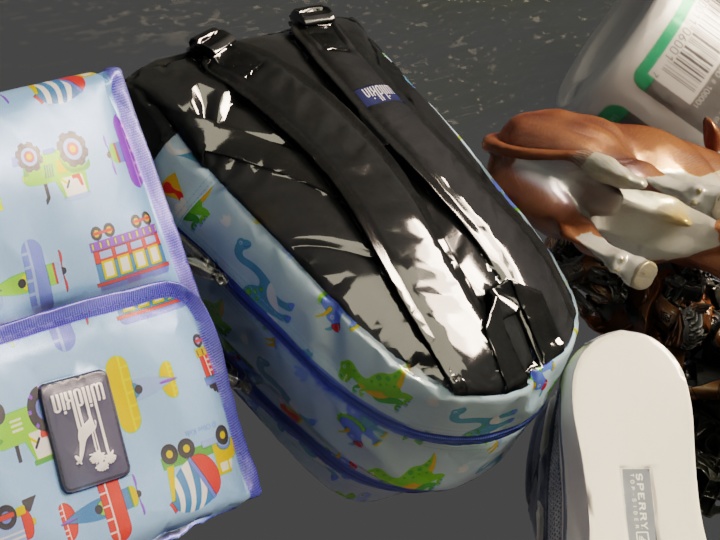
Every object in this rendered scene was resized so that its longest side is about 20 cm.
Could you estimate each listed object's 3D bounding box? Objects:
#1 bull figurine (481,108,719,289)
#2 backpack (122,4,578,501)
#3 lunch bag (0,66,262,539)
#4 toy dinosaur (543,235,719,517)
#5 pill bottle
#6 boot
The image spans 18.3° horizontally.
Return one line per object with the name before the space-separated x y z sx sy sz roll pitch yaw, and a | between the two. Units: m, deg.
bull figurine | 0.146 -0.030 1.025 0.200 0.065 0.121 4 20 -39
backpack | 0.000 0.000 0.957 0.200 0.154 0.163 36 34 24
lunch bag | -0.135 0.039 0.872 0.151 0.094 0.200 -19 83 -42
toy dinosaur | 0.180 0.041 1.080 0.200 0.102 0.136 9 32 -3
pill bottle | 0.210 -0.068 1.162 0.200 0.113 0.113 35 44 -8
boot | 0.106 0.132 0.938 0.073 0.090 0.200 7 66 -8
